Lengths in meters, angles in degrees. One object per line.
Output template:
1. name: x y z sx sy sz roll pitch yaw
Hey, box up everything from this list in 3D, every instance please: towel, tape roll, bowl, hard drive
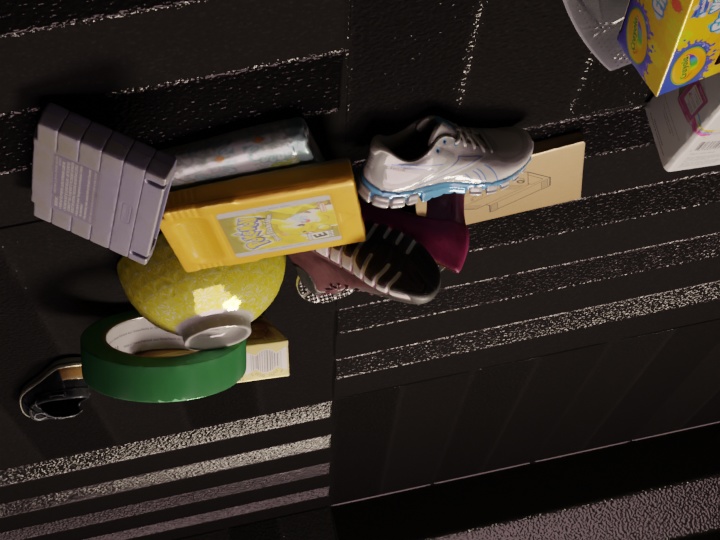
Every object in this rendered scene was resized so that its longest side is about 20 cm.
1. towel: -0.118 -0.089 1.463 0.171 0.048 0.200 -16 161 5
2. tape roll: -0.238 0.099 1.738 0.200 0.048 0.200 1 -161 0
3. bowl: -0.176 0.030 1.667 0.200 0.108 0.200 -11 161 -4
4. hard drive: 0.251 -0.248 1.264 0.135 0.042 0.200 -20 159 17

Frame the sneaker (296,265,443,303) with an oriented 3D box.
1. sneaker: 0.017 -0.025 1.701 0.200 0.080 0.074 -11 128 -4

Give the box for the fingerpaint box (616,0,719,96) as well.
1. fingerpaint box: 0.312 -0.249 1.155 0.167 0.073 0.200 -21 153 -15

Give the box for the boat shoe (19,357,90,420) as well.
1. boat shoe: -0.425 0.179 1.996 0.074 0.062 0.200 -3 160 -32

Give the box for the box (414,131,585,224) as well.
1. box: 0.158 -0.098 1.659 0.200 0.021 0.164 -13 160 2

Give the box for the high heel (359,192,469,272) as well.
1. high heel: 0.031 -0.032 1.610 0.200 0.096 0.067 -12 156 38

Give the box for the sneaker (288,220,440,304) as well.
1. sneaker: 0.000 0.000 1.597 0.076 0.200 0.116 -49 158 -30

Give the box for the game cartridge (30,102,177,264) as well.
1. game cartridge: -0.243 -0.079 1.336 0.129 0.038 0.200 28 154 -2

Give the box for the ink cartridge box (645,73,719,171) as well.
1. ink cartridge box: 0.402 -0.188 1.473 0.144 0.085 0.200 -9 162 -15

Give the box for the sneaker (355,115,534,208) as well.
1. sneaker: 0.094 -0.124 1.477 0.200 0.075 0.087 -15 140 -21

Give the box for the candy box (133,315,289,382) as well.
1. candy box: -0.204 0.109 1.873 0.200 0.055 0.115 -6 -164 -19

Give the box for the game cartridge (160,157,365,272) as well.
1. game cartridge: -0.099 -0.052 1.464 0.200 0.033 0.176 -12 161 1
